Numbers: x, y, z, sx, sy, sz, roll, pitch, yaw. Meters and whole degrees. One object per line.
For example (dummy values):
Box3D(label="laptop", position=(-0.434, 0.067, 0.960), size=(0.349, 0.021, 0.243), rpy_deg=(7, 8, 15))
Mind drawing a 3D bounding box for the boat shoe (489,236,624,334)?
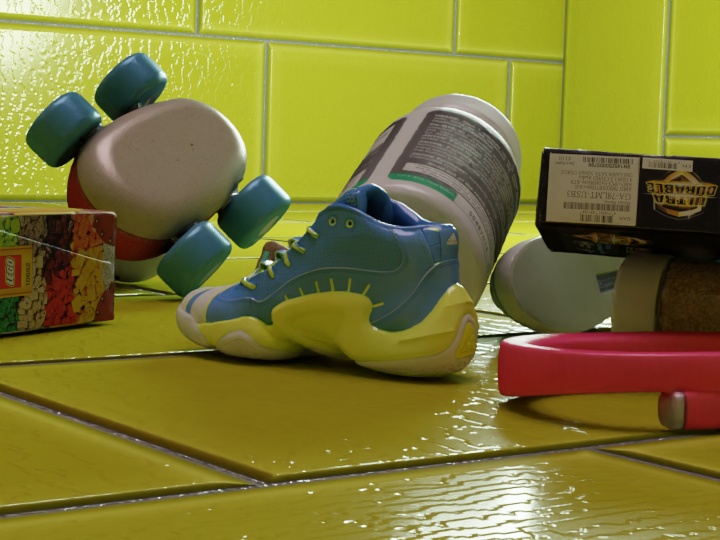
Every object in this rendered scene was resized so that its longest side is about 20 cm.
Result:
Box3D(label="boat shoe", position=(0.138, 0.015, 1.167), size=(0.071, 0.070, 0.201), rpy_deg=(-15, -6, 35))

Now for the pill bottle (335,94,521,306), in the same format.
Box3D(label="pill bottle", position=(0.047, -0.043, 1.107), size=(0.113, 0.114, 0.200), rpy_deg=(3, 26, 15))

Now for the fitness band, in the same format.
Box3D(label="fitness band", position=(0.167, 0.053, 0.830), size=(0.199, 0.038, 0.144), rpy_deg=(1, 2, -23))

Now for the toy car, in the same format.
Box3D(label="toy car", position=(-0.198, -0.042, 1.391), size=(0.200, 0.184, 0.177), rpy_deg=(-49, -4, 41))

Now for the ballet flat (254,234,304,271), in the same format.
Box3D(label="ballet flat", position=(0.000, 0.000, 1.179), size=(0.200, 0.073, 0.068), rpy_deg=(-2, 4, -42))

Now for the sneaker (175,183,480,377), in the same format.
Box3D(label="sneaker", position=(-0.019, 0.001, 0.947), size=(0.199, 0.106, 0.076), rpy_deg=(5, 5, 29))

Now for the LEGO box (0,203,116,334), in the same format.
Box3D(label="LEGO box", position=(-0.288, -0.006, 1.103), size=(0.199, 0.078, 0.149), rpy_deg=(5, 5, 30))

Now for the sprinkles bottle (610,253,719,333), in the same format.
Box3D(label="sprinkles bottle", position=(0.247, 0.029, 0.930), size=(0.199, 0.069, 0.068), rpy_deg=(4, 5, 25))

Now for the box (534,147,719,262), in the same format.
Box3D(label="box", position=(0.206, -0.032, 0.961), size=(0.198, 0.050, 0.200), rpy_deg=(6, -3, 8))
